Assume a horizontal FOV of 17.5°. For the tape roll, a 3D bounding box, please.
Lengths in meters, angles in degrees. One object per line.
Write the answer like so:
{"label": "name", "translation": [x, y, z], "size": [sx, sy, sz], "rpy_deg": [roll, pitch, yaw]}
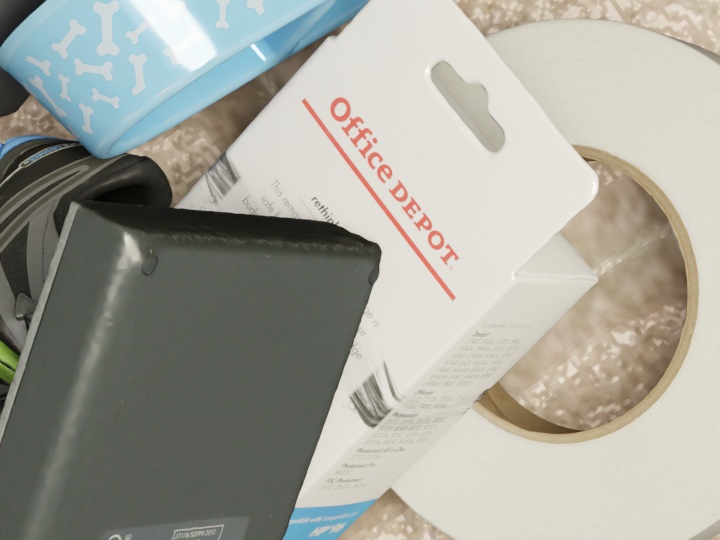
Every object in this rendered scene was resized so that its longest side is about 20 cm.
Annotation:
{"label": "tape roll", "translation": [0.079, 0.009, 0.849], "size": [0.203, 0.037, 0.203], "rpy_deg": [-1, 87, 29]}

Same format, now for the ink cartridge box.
{"label": "ink cartridge box", "translation": [0.000, 0.000, 0.833], "size": [0.200, 0.068, 0.116], "rpy_deg": [-46, 67, 22]}

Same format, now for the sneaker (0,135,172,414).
{"label": "sneaker", "translation": [-0.111, 0.037, 0.790], "size": [0.083, 0.071, 0.200], "rpy_deg": [-2, 56, 22]}

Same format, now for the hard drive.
{"label": "hard drive", "translation": [-0.070, 0.077, 0.751], "size": [0.033, 0.140, 0.200], "rpy_deg": [26, 102, 31]}

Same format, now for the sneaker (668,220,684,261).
{"label": "sneaker", "translation": [0.192, 0.018, 0.852], "size": [0.200, 0.099, 0.078], "rpy_deg": [45, 92, 3]}

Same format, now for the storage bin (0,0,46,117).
{"label": "storage bin", "translation": [-0.153, -0.127, 0.831], "size": [0.146, 0.200, 0.134], "rpy_deg": [38, 104, 3]}

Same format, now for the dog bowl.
{"label": "dog bowl", "translation": [-0.030, -0.105, 0.813], "size": [0.200, 0.111, 0.050], "rpy_deg": [-32, 89, -20]}
